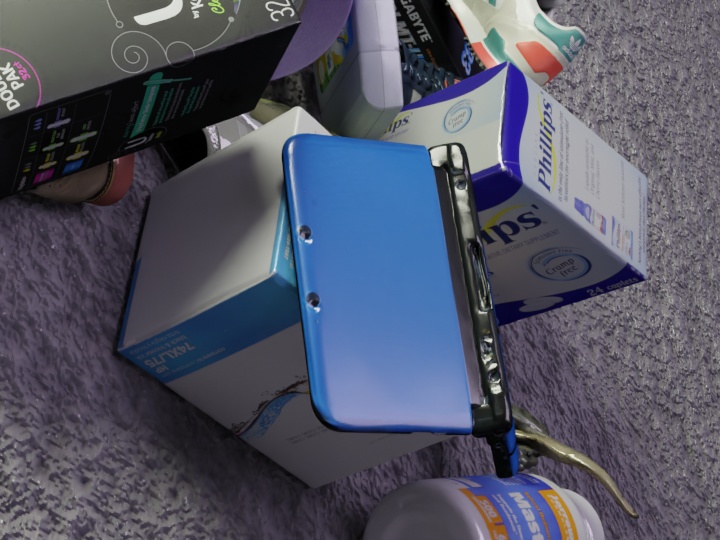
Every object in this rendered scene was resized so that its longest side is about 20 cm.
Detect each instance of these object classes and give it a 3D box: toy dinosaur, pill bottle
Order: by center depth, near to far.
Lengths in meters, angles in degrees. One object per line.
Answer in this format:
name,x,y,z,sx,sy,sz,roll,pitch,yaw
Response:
pill bottle,0.100,0.208,1.206,0.199,0.112,0.113,4,65,-52
toy dinosaur,0.119,0.127,1.232,0.199,0.048,0.088,32,8,38

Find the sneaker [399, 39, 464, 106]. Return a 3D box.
sneaker,0.059,-0.150,1.361,0.200,0.084,0.075,55,26,-52

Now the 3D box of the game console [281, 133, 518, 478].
game console,0.028,0.026,1.044,0.171,0.117,0.201,71,10,-65

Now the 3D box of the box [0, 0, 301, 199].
box,-0.164,-0.154,0.978,0.199,0.124,0.149,-22,77,-24

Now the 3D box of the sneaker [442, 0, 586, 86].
sneaker,0.120,-0.226,1.333,0.070,0.093,0.201,42,18,-50

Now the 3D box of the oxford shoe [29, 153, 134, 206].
oxford shoe,-0.204,-0.140,1.054,0.074,0.070,0.201,-2,69,-49

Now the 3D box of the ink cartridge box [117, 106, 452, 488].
ink cartridge box,-0.036,0.025,1.105,0.200,0.145,0.148,40,40,-33

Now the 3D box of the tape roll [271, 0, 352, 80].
tape roll,-0.098,-0.228,1.138,0.200,0.199,0.066,43,38,-29

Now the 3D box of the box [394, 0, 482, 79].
box,0.079,-0.237,1.471,0.199,0.049,0.201,58,29,-32

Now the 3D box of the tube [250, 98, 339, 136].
tube,-0.020,-0.079,1.224,0.052,0.058,0.200,-40,64,-21

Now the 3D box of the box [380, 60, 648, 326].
box,0.106,-0.052,1.319,0.200,0.183,0.106,33,51,-37

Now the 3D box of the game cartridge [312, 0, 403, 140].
game cartridge,-0.010,-0.200,1.251,0.040,0.133,0.202,-4,74,-20

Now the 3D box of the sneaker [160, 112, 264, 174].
sneaker,-0.094,-0.070,1.169,0.200,0.075,0.082,43,43,-11
